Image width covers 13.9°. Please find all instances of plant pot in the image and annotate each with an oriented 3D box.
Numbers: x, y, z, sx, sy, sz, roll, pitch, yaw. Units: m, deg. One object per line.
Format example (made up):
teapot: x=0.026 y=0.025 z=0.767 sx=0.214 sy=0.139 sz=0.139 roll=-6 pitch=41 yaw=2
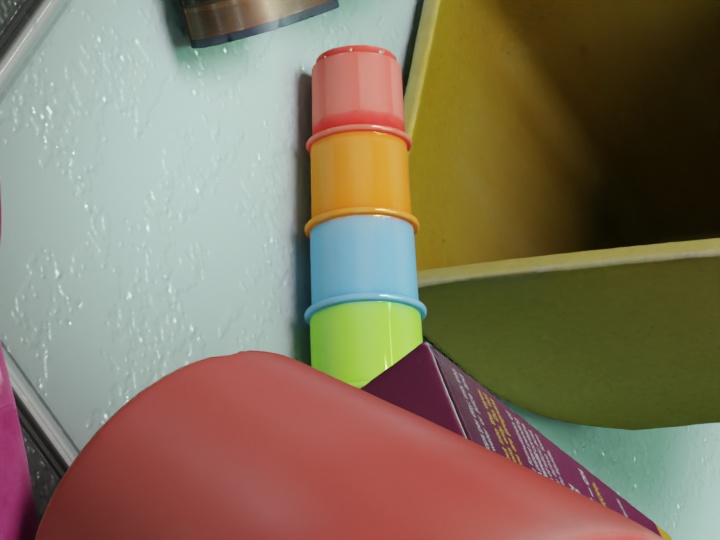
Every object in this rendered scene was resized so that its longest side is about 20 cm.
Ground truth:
plant pot: x=0.144 y=-0.026 z=1.389 sx=0.200 sy=0.195 sz=0.195 roll=53 pitch=40 yaw=-46
plant pot: x=-0.008 y=0.129 z=1.015 sx=0.200 sy=0.177 sz=0.201 roll=-27 pitch=135 yaw=-31

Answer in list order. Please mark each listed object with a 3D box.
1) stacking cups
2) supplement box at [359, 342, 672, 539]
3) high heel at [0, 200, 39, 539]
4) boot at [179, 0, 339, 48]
stacking cups: x=0.000 y=0.000 z=1.275 sx=0.060 sy=0.060 sz=0.201 roll=19 pitch=63 yaw=-53
supplement box: x=0.045 y=0.141 z=1.207 sx=0.200 sy=0.131 sz=0.103 roll=40 pitch=21 yaw=-44
high heel: x=-0.136 y=0.032 z=1.045 sx=0.096 sy=0.067 sz=0.201 roll=22 pitch=65 yaw=-43
boot: x=-0.017 y=-0.169 z=1.288 sx=0.200 sy=0.075 sz=0.097 roll=-33 pitch=110 yaw=-53
